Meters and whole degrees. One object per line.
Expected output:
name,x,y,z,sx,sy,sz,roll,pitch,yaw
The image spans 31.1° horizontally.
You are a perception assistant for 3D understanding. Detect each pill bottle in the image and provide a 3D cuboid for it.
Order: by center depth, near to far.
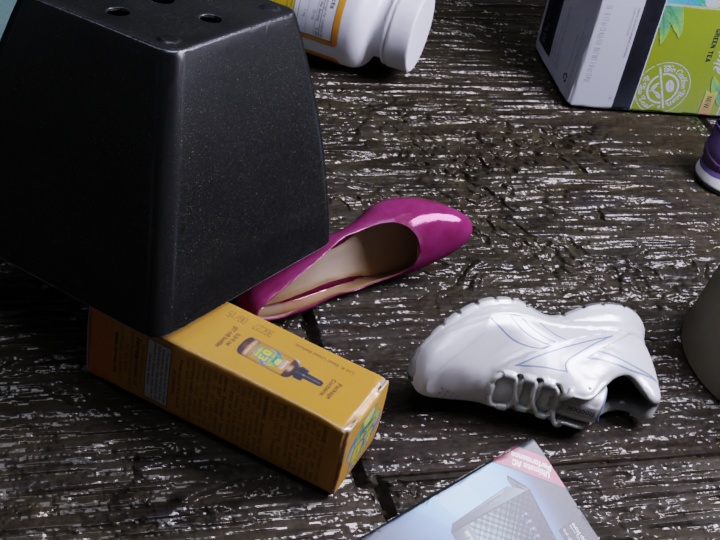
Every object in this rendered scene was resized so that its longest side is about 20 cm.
pill bottle,-0.031,-0.269,1.291,0.198,0.112,0.111,20,37,11

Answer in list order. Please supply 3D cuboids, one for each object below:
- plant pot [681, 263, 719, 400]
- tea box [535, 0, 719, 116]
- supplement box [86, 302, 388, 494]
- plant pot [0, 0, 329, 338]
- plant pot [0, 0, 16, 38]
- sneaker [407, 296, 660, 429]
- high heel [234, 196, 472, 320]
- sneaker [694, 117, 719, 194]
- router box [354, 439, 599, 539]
plant pot,0.366,-0.002,0.981,0.185,0.201,0.188,8,36,-6
tea box,0.309,-0.282,1.332,0.195,0.201,0.134,1,37,-14
supplement box,-0.085,0.070,0.868,0.199,0.069,0.067,23,37,17
plant pot,-0.141,-0.101,0.887,0.199,0.179,0.199,25,33,25
plant pot,-0.256,-0.228,1.119,0.194,0.202,0.201,-13,43,-19
sneaker,0.131,0.071,0.928,0.198,0.075,0.088,-3,44,-19
high heel,0.000,0.000,0.982,0.198,0.068,0.096,-14,31,-9
sneaker,0.429,-0.112,1.238,0.198,0.088,0.076,4,37,-12
router box,0.076,0.204,0.643,0.149,0.062,0.201,-23,73,-36
